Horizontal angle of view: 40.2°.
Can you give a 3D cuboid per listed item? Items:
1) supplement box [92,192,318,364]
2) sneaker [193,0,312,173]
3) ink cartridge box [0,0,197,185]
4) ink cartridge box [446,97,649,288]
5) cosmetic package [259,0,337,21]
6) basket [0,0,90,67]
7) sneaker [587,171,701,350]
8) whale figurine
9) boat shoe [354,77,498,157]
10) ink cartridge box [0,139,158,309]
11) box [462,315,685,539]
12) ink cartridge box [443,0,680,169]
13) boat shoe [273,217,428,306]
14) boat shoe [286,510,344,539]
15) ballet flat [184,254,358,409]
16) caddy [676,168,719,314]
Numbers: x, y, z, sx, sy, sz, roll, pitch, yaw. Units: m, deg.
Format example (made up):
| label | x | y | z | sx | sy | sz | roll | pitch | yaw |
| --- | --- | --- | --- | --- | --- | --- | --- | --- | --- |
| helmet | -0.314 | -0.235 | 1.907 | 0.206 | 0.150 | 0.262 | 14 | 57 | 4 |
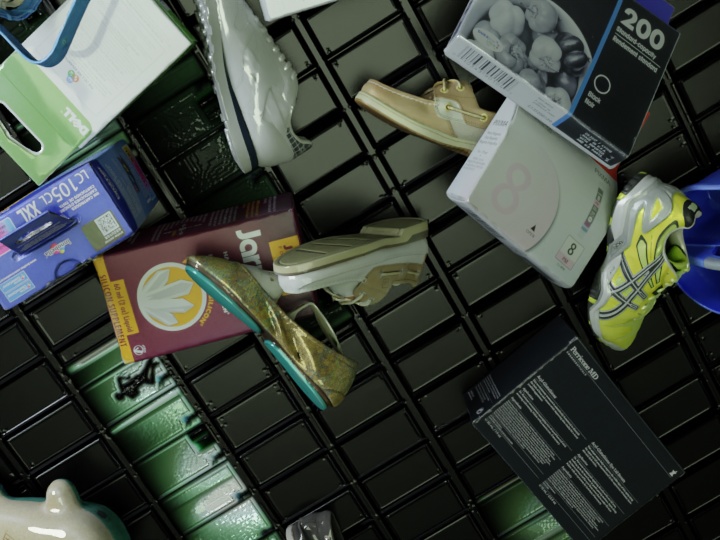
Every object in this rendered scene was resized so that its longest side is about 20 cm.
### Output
| label | x | y | z | sx | sy | sz | roll | pitch | yaw |
| --- | --- | --- | --- | --- | --- | --- | --- | --- | --- |
| supplement box | -0.148 | 0.005 | 0.969 | 0.197 | 0.086 | 0.112 | -14 | 105 | -1 |
| sneaker | -0.105 | -0.197 | 0.933 | 0.079 | 0.076 | 0.203 | -16 | 113 | -8 |
| ink cartridge box | -0.260 | -0.187 | 0.923 | 0.199 | 0.059 | 0.104 | -41 | 104 | 7 |
| ink cartridge box | 0.194 | -0.110 | 0.945 | 0.162 | 0.057 | 0.201 | 34 | 91 | -29 |
| cosmetic package | -0.007 | -0.307 | 0.906 | 0.197 | 0.074 | 0.103 | -16 | 106 | -2 |
| basket | -0.287 | -0.296 | 0.836 | 0.199 | 0.139 | 0.178 | 39 | 101 | 22 |
| sneaker | 0.281 | 0.005 | 0.980 | 0.075 | 0.076 | 0.202 | -35 | 140 | -37 |
| whale figurine | -0.328 | 0.284 | 1.037 | 0.198 | 0.104 | 0.161 | 26 | 104 | 14 |
| boat shoe | 0.091 | -0.153 | 0.958 | 0.197 | 0.074 | 0.067 | 18 | 98 | -20 |
| ink cartridge box | -0.267 | -0.044 | 0.887 | 0.135 | 0.200 | 0.077 | -30 | 106 | 4 |
| box | 0.226 | 0.174 | 1.049 | 0.141 | 0.079 | 0.201 | -38 | 104 | 9 |
| ink cartridge box | 0.198 | -0.231 | 0.911 | 0.196 | 0.043 | 0.202 | 31 | 70 | -12 |
| boat shoe | 0.000 | 0.000 | 0.938 | 0.198 | 0.074 | 0.070 | -17 | 108 | -45 |
| boat shoe | -0.012 | 0.355 | 1.084 | 0.056 | 0.067 | 0.202 | -28 | 102 | 8 |
| ballet flat | -0.076 | 0.042 | 0.913 | 0.071 | 0.071 | 0.200 | -41 | 105 | 7 |
| caddy | 0.381 | -0.027 | 0.950 | 0.104 | 0.199 | 0.143 | -32 | 109 | -29 |
